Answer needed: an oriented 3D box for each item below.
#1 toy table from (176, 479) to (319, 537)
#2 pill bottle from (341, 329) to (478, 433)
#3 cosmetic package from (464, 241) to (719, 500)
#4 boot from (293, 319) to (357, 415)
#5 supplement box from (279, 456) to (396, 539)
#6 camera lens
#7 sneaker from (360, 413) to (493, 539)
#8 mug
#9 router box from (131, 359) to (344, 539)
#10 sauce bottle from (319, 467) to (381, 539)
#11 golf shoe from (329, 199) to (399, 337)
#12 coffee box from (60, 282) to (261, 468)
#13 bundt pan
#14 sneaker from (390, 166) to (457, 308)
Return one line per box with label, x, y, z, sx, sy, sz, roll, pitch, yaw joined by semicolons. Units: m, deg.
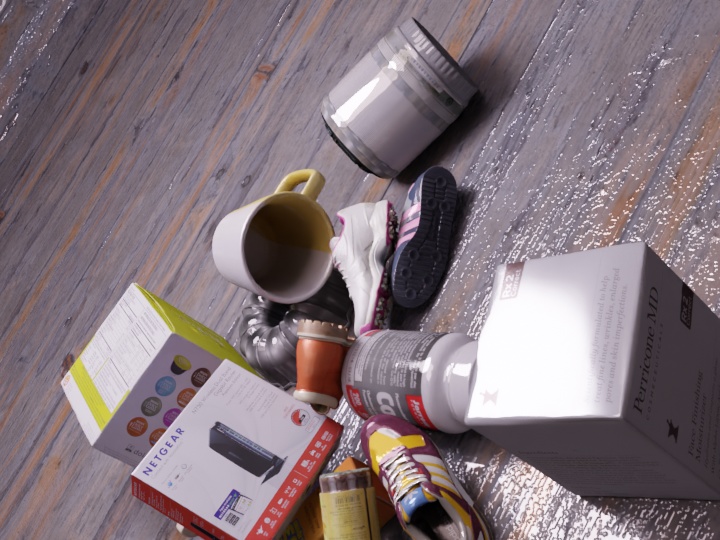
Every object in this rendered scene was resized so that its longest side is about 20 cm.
toy table;-0.148;0.278;1.221;0.199;0.117;0.185;2;64;50
pill bottle;0.081;0.128;1.082;0.199;0.114;0.115;-2;61;48
cosmetic package;0.229;0.101;0.865;0.164;0.199;0.166;-10;55;43
boot;-0.041;0.130;1.179;0.074;0.200;0.108;3;80;16
supplement box;-0.050;0.322;1.119;0.200;0.069;0.067;-49;35;12
camera lens;0.053;-0.248;1.368;0.200;0.160;0.161;-42;38;16
sneaker;0.061;0.229;0.992;0.075;0.090;0.200;-48;63;7
mug;-0.121;-0.040;1.318;0.186;0.151;0.153;-31;17;-29
router box;-0.144;0.228;1.115;0.200;0.178;0.049;-54;-14;-41
sauce bottle;-0.006;0.322;1.020;0.064;0.064;0.202;-15;75;40
golf shoe;0.000;0.000;1.255;0.090;0.075;0.202;2;65;11
coffee box;-0.292;0.174;1.392;0.199;0.199;0.200;-54;36;-1
bundt pan;-0.107;0.068;1.373;0.201;0.076;0.203;-29;43;32
sneaker;0.080;-0.039;1.271;0.082;0.070;0.202;149;141;-68
